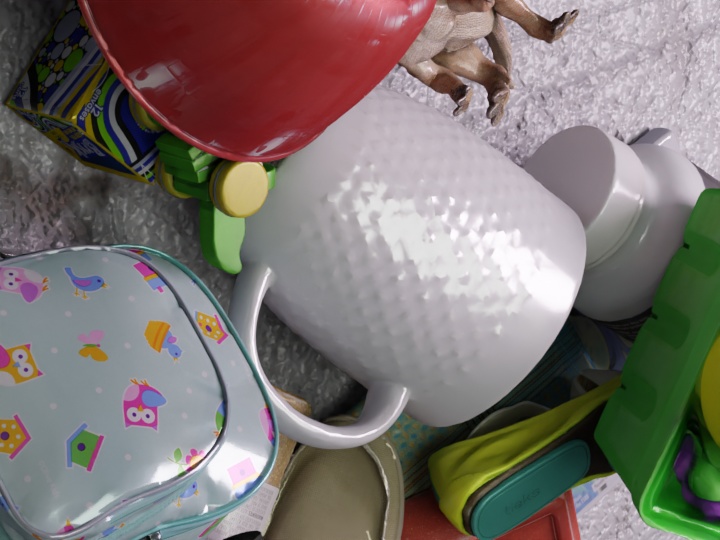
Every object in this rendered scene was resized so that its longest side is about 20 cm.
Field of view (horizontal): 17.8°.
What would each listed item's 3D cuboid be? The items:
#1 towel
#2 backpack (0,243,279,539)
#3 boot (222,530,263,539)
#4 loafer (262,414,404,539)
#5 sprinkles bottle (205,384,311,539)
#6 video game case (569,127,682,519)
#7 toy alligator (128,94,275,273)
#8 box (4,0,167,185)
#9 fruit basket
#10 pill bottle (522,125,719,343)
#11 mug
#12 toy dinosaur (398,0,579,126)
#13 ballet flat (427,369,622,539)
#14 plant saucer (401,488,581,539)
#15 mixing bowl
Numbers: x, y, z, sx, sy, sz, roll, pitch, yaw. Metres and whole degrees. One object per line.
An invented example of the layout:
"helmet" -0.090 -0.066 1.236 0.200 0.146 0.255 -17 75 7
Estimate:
"towel" 0.059 0.107 1.371 0.200 0.022 0.147 -39 119 -13
"backpack" -0.142 0.074 1.134 0.200 0.153 0.176 -19 70 -41
"boot" -0.107 0.243 1.172 0.211 0.079 0.158 -22 95 -13
"loafer" -0.027 0.178 1.273 0.068 0.075 0.201 25 80 -82
"sprinkles bottle" -0.092 0.153 1.253 0.068 0.068 0.201 26 83 -37
"video game case" 0.154 0.039 1.446 0.200 0.022 0.183 -37 119 -25
"toy alligator" -0.079 -0.093 1.130 0.054 0.059 0.201 -35 122 -29
"box" -0.095 -0.148 1.190 0.064 0.070 0.200 38 76 -38
"fruit basket" 0.233 0.062 1.240 0.155 0.215 0.216 20 87 -32
"pill bottle" 0.183 -0.008 1.375 0.200 0.111 0.111 29 81 -37
"mug" 0.000 0.000 1.238 0.175 0.147 0.200 36 66 -26
"toy dinosaur" 0.033 -0.154 1.284 0.200 0.135 0.086 2 121 -61
"ballet flat" 0.127 0.093 1.352 0.199 0.067 0.067 -22 131 -20
"plant saucer" 0.061 0.225 1.377 0.199 0.037 0.200 -22 115 -21
"mixing bowl" -0.030 -0.159 1.082 0.200 0.108 0.201 16 68 -45
